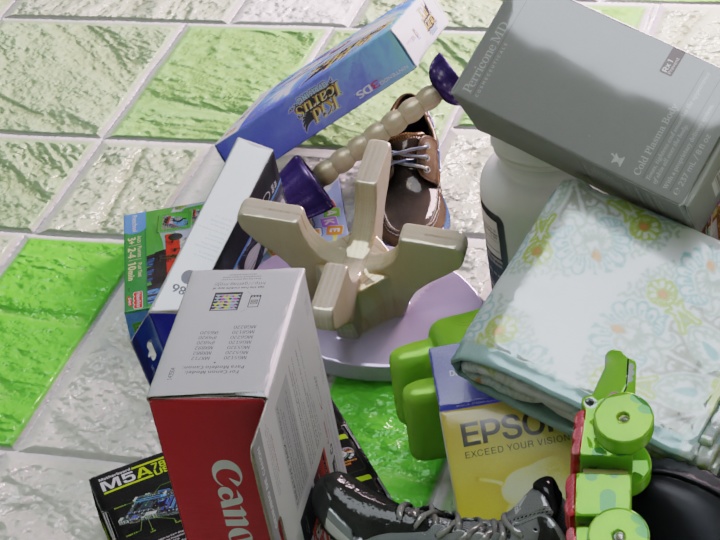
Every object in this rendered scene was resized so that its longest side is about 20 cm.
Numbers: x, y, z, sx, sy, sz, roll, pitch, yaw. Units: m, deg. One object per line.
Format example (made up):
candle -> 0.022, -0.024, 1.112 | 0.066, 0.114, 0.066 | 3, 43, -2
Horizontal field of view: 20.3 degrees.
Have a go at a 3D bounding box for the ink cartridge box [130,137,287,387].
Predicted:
ink cartridge box -> -0.120, 0.001, 1.634 | 0.039, 0.100, 0.201 | 20, 67, 15

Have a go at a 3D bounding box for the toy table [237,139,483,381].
toy table -> 0.000, 0.000, 1.606 | 0.198, 0.118, 0.185 | 0, 50, 5

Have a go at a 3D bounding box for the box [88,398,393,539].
box -> -0.079, 0.188, 1.456 | 0.199, 0.048, 0.193 | -20, 34, -12

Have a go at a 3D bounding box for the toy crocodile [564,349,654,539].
toy crocodile -> 0.151, 0.142, 1.256 | 0.061, 0.068, 0.201 | 3, 57, 8

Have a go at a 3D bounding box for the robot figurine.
robot figurine -> 0.125, 0.079, 1.495 | 0.198, 0.116, 0.176 | -14, 36, -6

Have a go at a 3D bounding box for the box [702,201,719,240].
box -> 0.284, -0.017, 1.493 | 0.039, 0.137, 0.202 | 3, 72, -4

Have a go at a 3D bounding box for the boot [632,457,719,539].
boot -> 0.220, 0.225, 1.261 | 0.199, 0.077, 0.168 | 33, 47, 10

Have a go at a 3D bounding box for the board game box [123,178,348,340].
board game box -> -0.106, -0.012, 1.750 | 0.198, 0.037, 0.152 | -9, 35, -1

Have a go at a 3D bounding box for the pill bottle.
pill bottle -> 0.156, -0.044, 1.587 | 0.118, 0.201, 0.120 | -6, 35, 4

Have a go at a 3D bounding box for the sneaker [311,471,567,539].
sneaker -> 0.074, 0.164, 1.304 | 0.199, 0.116, 0.075 | 35, 20, 2

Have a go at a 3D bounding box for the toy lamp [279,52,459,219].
toy lamp -> 0.003, -0.109, 1.733 | 0.199, 0.058, 0.058 | -38, 37, 4

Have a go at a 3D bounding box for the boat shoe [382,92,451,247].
boat shoe -> 0.038, -0.087, 1.788 | 0.072, 0.073, 0.201 | -8, 35, 2

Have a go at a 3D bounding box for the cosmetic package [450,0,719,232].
cosmetic package -> 0.177, -0.118, 1.442 | 0.199, 0.090, 0.107 | 27, 85, 21

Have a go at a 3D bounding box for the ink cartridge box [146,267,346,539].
ink cartridge box -> -0.074, 0.130, 1.322 | 0.083, 0.201, 0.176 | -1, 36, 13

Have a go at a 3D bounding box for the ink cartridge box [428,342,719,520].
ink cartridge box -> 0.157, 0.128, 1.391 | 0.196, 0.047, 0.202 | -10, 74, 1

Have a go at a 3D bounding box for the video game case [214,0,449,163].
video game case -> -0.024, -0.172, 1.833 | 0.199, 0.046, 0.181 | -31, 11, 20

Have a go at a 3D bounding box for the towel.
towel -> 0.186, 0.041, 1.382 | 0.199, 0.048, 0.172 | 25, 62, 20
